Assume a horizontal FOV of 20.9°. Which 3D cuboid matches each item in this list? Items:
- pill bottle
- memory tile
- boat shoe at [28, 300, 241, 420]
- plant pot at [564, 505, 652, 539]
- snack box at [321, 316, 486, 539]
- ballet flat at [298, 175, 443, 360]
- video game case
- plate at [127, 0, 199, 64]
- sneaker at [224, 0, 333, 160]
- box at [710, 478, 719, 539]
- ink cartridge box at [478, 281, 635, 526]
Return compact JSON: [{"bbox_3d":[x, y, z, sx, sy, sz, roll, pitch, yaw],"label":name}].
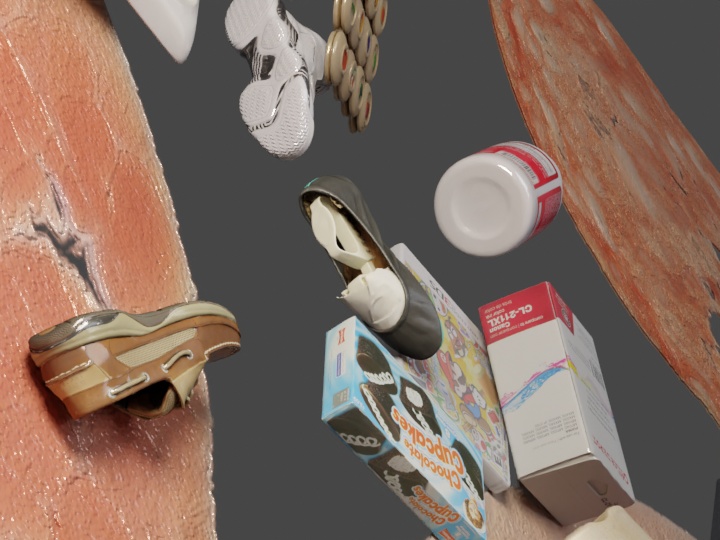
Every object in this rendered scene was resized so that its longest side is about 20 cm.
[{"bbox_3d":[0.160,-0.083,2.163,0.112,0.112,0.200,60,21,1],"label":"pill bottle"},{"bbox_3d":[-0.002,-0.226,1.865,0.200,0.017,0.154,56,43,-74],"label":"memory tile"},{"bbox_3d":[-0.151,0.069,1.356,0.200,0.076,0.074,-5,72,-58],"label":"boat shoe"},{"bbox_3d":[0.234,0.320,1.746,0.184,0.200,0.200,53,20,14],"label":"plant pot"},{"bbox_3d":[0.040,0.146,1.711,0.200,0.037,0.116,48,25,-29],"label":"snack box"},{"bbox_3d":[0.000,0.000,1.784,0.068,0.068,0.200,-2,54,-55],"label":"ballet flat"},{"bbox_3d":[0.085,0.093,1.898,0.182,0.023,0.200,48,25,-28],"label":"video game case"},{"bbox_3d":[-0.180,-0.310,1.661,0.200,0.032,0.200,54,30,-44],"label":"plate"},{"bbox_3d":[-0.059,-0.172,1.843,0.115,0.075,0.200,32,32,-46],"label":"sneaker"},{"bbox_3d":[0.517,0.340,2.419,0.149,0.107,0.200,56,23,-12],"label":"box"},{"bbox_3d":[0.197,0.136,1.967,0.146,0.083,0.200,48,26,-53],"label":"ink cartridge box"}]
